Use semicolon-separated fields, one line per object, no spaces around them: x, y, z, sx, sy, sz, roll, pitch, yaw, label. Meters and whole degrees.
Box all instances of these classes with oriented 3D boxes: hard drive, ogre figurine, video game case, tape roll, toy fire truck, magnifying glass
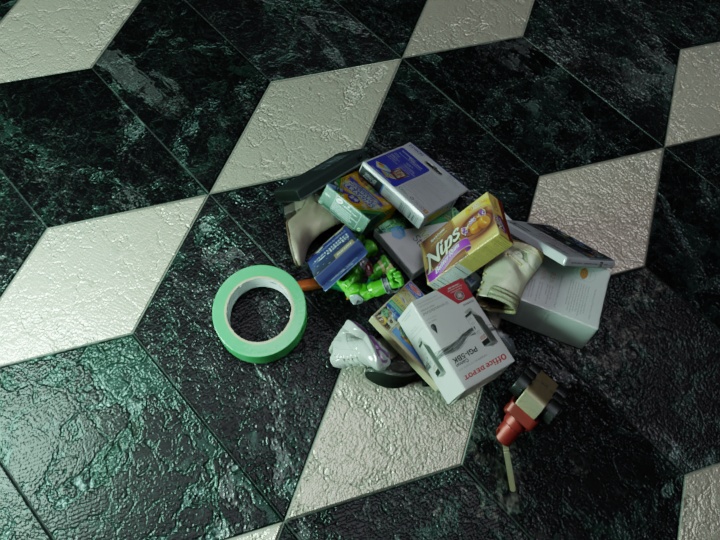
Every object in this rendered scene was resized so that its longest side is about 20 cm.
-0.093;-0.218;1.592;0.198;0.139;0.033;-34;109;-23;hard drive
0.000;0.000;1.480;0.119;0.099;0.201;-32;62;-9;ogre figurine
0.428;-0.058;1.508;0.179;0.024;0.199;2;25;-38;video game case
-0.211;0.090;1.456;0.195;0.048;0.205;0;66;0;tape roll
0.320;0.308;1.363;0.128;0.175;0.202;40;107;15;toy fire truck
-0.065;0.023;1.533;0.195;0.023;0.081;-9;64;-12;magnifying glass

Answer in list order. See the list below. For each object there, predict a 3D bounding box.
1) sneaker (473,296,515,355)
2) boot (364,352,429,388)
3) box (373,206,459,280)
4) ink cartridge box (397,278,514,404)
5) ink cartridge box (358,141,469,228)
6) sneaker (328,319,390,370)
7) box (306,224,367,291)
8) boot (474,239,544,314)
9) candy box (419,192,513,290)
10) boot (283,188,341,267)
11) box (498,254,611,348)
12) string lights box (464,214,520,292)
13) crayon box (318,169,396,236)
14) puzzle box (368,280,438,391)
0.239;0.123;1.469;0.082;0.073;0.200;-40;78;-21;sneaker
0.098;0.152;1.457;0.195;0.070;0.178;4;61;-15;boot
0.148;-0.087;1.600;0.198;0.037;0.145;-34;70;-22;box
0.190;0.139;1.375;0.145;0.083;0.202;-23;71;-29;ink cartridge box
0.125;-0.203;1.604;0.197;0.047;0.199;42;41;17;ink cartridge box
-0.004;0.171;1.385;0.100;0.200;0.075;-47;112;-6;sneaker
-0.052;-0.031;1.455;0.121;0.200;0.033;-41;109;1;box
0.268;0.001;1.459;0.197;0.072;0.156;19;67;31;boot
0.218;-0.056;1.447;0.056;0.199;0.119;27;40;-35;candy box
-0.094;-0.108;1.559;0.143;0.071;0.203;-15;54;1;boot
0.423;0.052;1.511;0.196;0.107;0.154;21;62;7;box
0.280;-0.042;1.575;0.199;0.059;0.103;-36;70;-21;string lights box
0.007;-0.159;1.553;0.125;0.052;0.200;39;31;9;crayon box
0.129;0.132;1.423;0.200;0.026;0.133;45;57;8;puzzle box
